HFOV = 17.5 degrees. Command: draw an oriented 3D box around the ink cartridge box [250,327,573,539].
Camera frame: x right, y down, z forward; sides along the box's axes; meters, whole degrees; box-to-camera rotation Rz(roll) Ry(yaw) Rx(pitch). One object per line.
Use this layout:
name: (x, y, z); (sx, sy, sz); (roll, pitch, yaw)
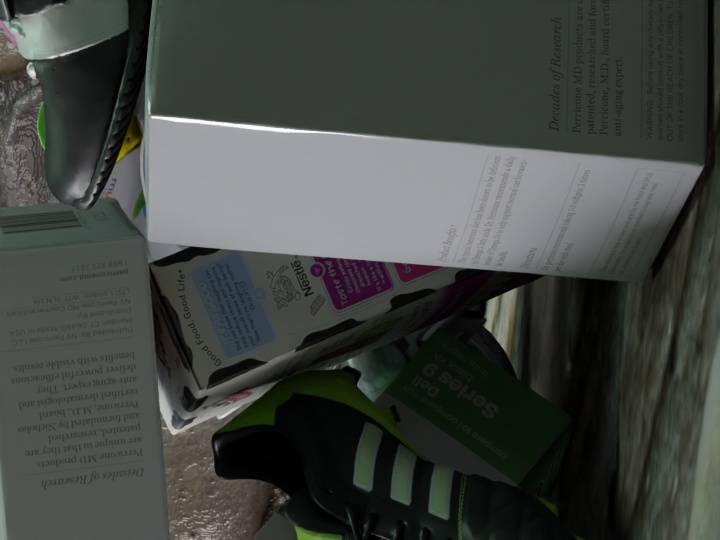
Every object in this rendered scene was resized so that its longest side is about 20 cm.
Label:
ink cartridge box: (0.002, 0.148, 1.078); (0.200, 0.084, 0.146); (-47, -18, -29)

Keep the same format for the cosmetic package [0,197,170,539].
cosmetic package: (-0.122, 0.078, 0.985); (0.101, 0.071, 0.202); (-138, 44, -73)

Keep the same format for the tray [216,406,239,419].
tray: (-0.023, -0.007, 1.212); (0.107, 0.022, 0.200); (-34, 18, 25)

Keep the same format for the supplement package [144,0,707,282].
supplement package: (0.021, -0.076, 0.873); (0.117, 0.198, 0.118); (105, 169, -68)

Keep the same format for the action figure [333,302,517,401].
action figure: (0.019, 0.048, 1.193); (0.070, 0.130, 0.200); (63, -170, 11)

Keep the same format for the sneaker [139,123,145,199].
sneaker: (-0.016, -0.072, 1.003); (0.115, 0.080, 0.200); (45, 128, 25)

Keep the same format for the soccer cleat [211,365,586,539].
soccer cleat: (0.020, 0.108, 0.963); (0.199, 0.081, 0.068); (32, 137, 38)

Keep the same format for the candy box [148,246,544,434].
candy box: (0.000, 0.000, 1.034); (0.061, 0.199, 0.136); (65, 166, 7)

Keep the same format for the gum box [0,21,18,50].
gum box: (-0.076, -0.176, 0.992); (0.066, 0.200, 0.113); (56, -149, 7)

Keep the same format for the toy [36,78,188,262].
toy: (-0.086, -0.062, 1.104); (0.200, 0.047, 0.116); (7, -74, -62)

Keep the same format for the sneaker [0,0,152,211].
sneaker: (-0.118, -0.124, 0.884); (0.074, 0.088, 0.202); (-94, 11, -73)
